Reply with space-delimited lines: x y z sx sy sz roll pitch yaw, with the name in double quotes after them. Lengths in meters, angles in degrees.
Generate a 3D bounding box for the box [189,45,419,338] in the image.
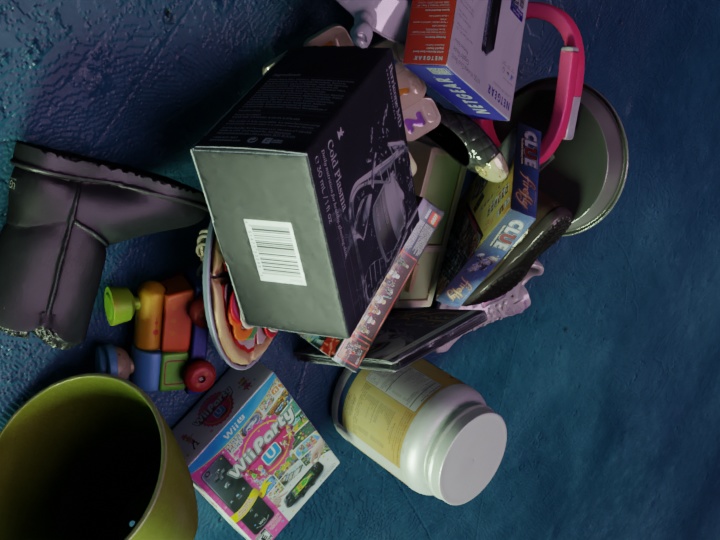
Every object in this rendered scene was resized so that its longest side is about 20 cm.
-0.041 -0.079 0.878 0.198 0.122 0.203 -59 146 -45 "box"

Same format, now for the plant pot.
-0.239 0.229 0.915 0.188 0.186 0.201 -49 151 -14 "plant pot"

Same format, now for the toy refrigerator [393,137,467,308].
0.069 -0.059 1.139 0.075 0.070 0.203 0 110 -44 "toy refrigerator"

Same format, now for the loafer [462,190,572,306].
0.188 -0.029 1.178 0.072 0.072 0.200 -4 144 -48 "loafer"

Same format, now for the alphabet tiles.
-0.018 -0.158 0.980 0.194 0.015 0.201 -30 126 4 "alphabet tiles"

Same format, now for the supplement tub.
0.073 0.192 1.169 0.143 0.199 0.147 -21 124 -35 "supplement tub"

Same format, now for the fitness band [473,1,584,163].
0.201 -0.225 1.129 0.037 0.142 0.204 -9 111 -48 "fitness band"

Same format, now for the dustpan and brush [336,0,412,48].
0.008 -0.251 0.878 0.138 0.201 0.058 33 106 -15 "dustpan and brush"

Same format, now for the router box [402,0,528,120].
0.116 -0.268 0.945 0.199 0.048 0.183 13 85 -63 "router box"

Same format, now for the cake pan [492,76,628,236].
0.240 -0.142 1.167 0.036 0.198 0.204 -15 121 -50 "cake pan"

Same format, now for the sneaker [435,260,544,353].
0.173 0.040 1.263 0.201 0.099 0.075 -49 156 -14 "sneaker"

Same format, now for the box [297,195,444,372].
0.000 0.000 1.046 0.040 0.136 0.202 31 87 -32 "box"

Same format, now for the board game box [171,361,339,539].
-0.127 0.218 1.087 0.148 0.064 0.201 -47 134 -18 "board game box"

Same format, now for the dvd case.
0.031 0.077 1.080 0.147 0.199 0.016 -25 104 -34 "dvd case"

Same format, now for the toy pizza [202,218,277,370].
-0.108 0.001 0.947 0.200 0.031 0.204 3 90 -75 "toy pizza"

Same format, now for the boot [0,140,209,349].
-0.243 -0.015 0.845 0.198 0.076 0.171 10 99 -39 "boot"

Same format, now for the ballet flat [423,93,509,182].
0.081 -0.158 1.039 0.057 0.199 0.067 -54 179 -23 "ballet flat"

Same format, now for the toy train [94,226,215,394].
-0.202 0.026 0.914 0.114 0.084 0.204 -2 112 -29 "toy train"

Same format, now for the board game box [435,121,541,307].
0.153 -0.063 1.115 0.034 0.201 0.137 19 53 -11 "board game box"
